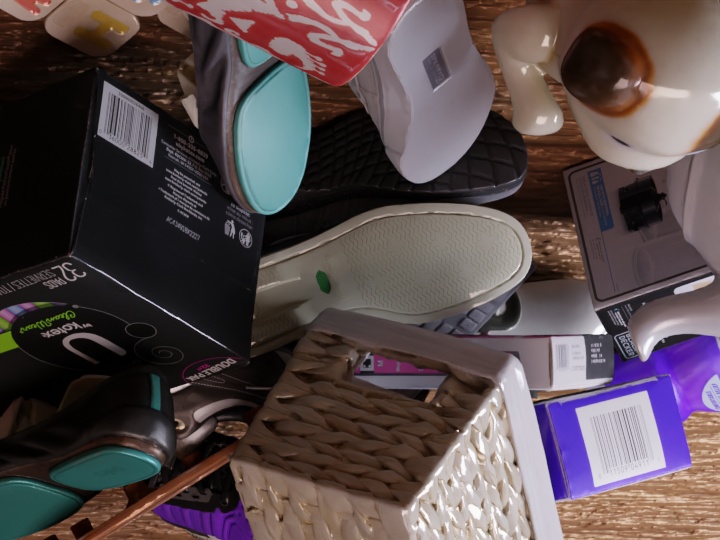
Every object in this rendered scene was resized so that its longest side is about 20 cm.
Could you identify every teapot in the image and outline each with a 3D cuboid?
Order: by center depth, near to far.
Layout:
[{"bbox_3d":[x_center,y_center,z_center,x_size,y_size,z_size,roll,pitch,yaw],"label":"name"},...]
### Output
[{"bbox_3d":[0.232,-0.069,1.628,0.146,0.200,0.197,15,127,13],"label":"teapot"}]

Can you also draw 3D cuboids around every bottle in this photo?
[{"bbox_3d":[0.244,0.051,1.926,0.200,0.065,0.084,-20,142,12],"label":"bottle"}]

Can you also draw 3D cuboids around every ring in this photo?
[{"bbox_3d":[-0.112,0.123,1.740,0.200,0.019,0.200,-31,177,-2],"label":"ring"}]

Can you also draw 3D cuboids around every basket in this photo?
[{"bbox_3d":[0.023,0.141,1.681,0.136,0.123,0.200,14,140,29],"label":"basket"}]

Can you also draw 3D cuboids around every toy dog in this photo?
[{"bbox_3d":[0.149,-0.141,1.552,0.140,0.200,0.194,13,137,-27],"label":"toy dog"}]

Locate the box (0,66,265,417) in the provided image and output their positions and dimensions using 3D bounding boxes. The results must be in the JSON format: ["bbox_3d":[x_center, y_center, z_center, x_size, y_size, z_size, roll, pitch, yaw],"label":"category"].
[{"bbox_3d":[-0.176,-0.005,1.677,0.200,0.124,0.149,-19,142,37],"label":"box"}]

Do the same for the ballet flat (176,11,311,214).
[{"bbox_3d":[-0.068,-0.119,1.617,0.073,0.073,0.200,-7,136,-4],"label":"ballet flat"}]

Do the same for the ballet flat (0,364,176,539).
[{"bbox_3d":[-0.167,0.101,1.668,0.068,0.068,0.200,27,146,-35],"label":"ballet flat"}]

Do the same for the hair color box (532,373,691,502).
[{"bbox_3d":[0.090,0.114,1.808,0.109,0.065,0.200,-10,174,-41],"label":"hair color box"}]

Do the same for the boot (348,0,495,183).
[{"bbox_3d":[0.014,-0.130,1.631,0.074,0.096,0.200,-38,155,-13],"label":"boot"}]

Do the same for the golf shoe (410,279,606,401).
[{"bbox_3d":[0.065,0.037,1.863,0.200,0.077,0.088,-14,136,5],"label":"golf shoe"}]

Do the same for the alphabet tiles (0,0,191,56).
[{"bbox_3d":[-0.110,-0.189,1.585,0.200,0.015,0.196,-36,135,29],"label":"alphabet tiles"}]

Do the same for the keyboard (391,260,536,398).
[{"bbox_3d":[0.026,0.049,1.834,0.056,0.011,0.200,34,118,-15],"label":"keyboard"}]

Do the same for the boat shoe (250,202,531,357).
[{"bbox_3d":[0.000,0.000,1.726,0.200,0.072,0.068,-13,-173,5],"label":"boat shoe"}]

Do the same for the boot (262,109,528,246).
[{"bbox_3d":[0.008,-0.034,1.775,0.200,0.070,0.132,-4,145,10],"label":"boot"}]

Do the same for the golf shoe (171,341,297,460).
[{"bbox_3d":[-0.133,0.071,1.831,0.200,0.095,0.078,-2,171,-7],"label":"golf shoe"}]

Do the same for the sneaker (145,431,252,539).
[{"bbox_3d":[-0.099,0.134,1.899,0.100,0.070,0.200,32,162,-26],"label":"sneaker"}]

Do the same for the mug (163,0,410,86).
[{"bbox_3d":[-0.059,-0.199,1.446,0.200,0.133,0.178,30,119,-14],"label":"mug"}]

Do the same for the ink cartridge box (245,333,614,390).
[{"bbox_3d":[0.041,0.055,1.759,0.200,0.037,0.095,-3,179,26],"label":"ink cartridge box"}]

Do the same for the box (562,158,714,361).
[{"bbox_3d":[0.231,-0.035,1.776,0.200,0.117,0.060,-18,139,13],"label":"box"}]
